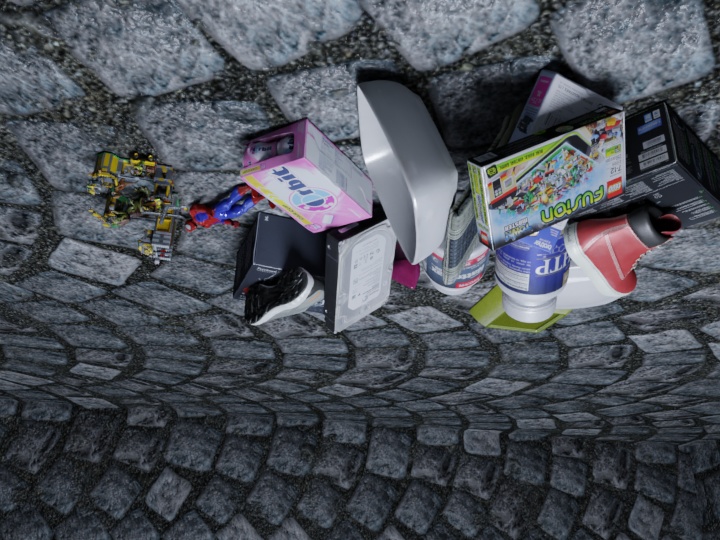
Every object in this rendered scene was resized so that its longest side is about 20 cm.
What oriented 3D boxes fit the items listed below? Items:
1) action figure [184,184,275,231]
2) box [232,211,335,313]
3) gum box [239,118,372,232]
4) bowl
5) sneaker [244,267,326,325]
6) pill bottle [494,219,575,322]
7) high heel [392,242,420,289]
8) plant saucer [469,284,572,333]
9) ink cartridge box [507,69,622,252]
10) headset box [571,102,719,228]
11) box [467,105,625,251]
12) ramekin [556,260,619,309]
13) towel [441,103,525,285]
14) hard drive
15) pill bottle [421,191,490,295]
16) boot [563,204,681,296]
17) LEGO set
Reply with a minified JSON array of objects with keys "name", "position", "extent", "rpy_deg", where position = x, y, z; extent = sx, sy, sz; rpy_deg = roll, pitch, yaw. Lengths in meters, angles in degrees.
[{"name":"action figure","position":[-0.232,-0.100,1.094],"extent":[0.198,0.052,0.065],"rpy_deg":[-13,156,37]},{"name":"box","position":[-0.124,-0.007,1.220],"extent":[0.197,0.106,0.182],"rpy_deg":[10,154,-19]},{"name":"gum box","position":[-0.078,-0.136,0.963],"extent":[0.112,0.067,0.200],"rpy_deg":[-12,153,28]},{"name":"bowl","position":[0.064,-0.129,0.832],"extent":[0.074,0.202,0.200],"rpy_deg":[-19,157,-4]},{"name":"sneaker","position":[-0.138,0.056,1.146],"extent":[0.199,0.075,0.079],"rpy_deg":[-21,152,40]},{"name":"pill bottle","position":[0.275,-0.021,1.032],"extent":[0.118,0.120,0.202],"rpy_deg":[-1,128,8]},{"name":"high heel","position":[0.043,0.015,1.262],"extent":[0.067,0.097,0.200],"rpy_deg":[14,154,-26]},{"name":"plant saucer","position":[0.373,0.093,1.472],"extent":[0.197,0.049,0.200],"rpy_deg":[7,156,-10]},{"name":"ink cartridge box","position":[0.235,-0.133,0.814],"extent":[0.118,0.202,0.042],"rpy_deg":[15,-166,-28]},{"name":"headset box","position":[0.399,-0.121,0.918],"extent":[0.198,0.094,0.173],"rpy_deg":[21,150,-38]},{"name":"box","position":[0.228,-0.112,0.778],"extent":[0.198,0.035,0.111],"rpy_deg":[-23,120,-13]},{"name":"ramekin","position":[0.386,-0.007,1.181],"extent":[0.199,0.096,0.203],"rpy_deg":[2,157,1]},{"name":"towel","position":[0.163,-0.102,0.886],"extent":[0.034,0.201,0.193],"rpy_deg":[27,159,17]},{"name":"hard drive","position":[0.000,0.000,1.108],"extent":[0.139,0.038,0.202],"rpy_deg":[-28,140,-35]},{"name":"pill bottle","position":[0.163,-0.035,1.108],"extent":[0.118,0.121,0.200],"rpy_deg":[0,157,6]},{"name":"boot","position":[0.401,-0.026,0.936],"extent":[0.143,0.073,0.199],"rpy_deg":[-17,147,36]},{"name":"LEGO set","position":[-0.361,-0.088,1.038],"extent":[0.152,0.117,0.200],"rpy_deg":[11,155,-19]}]
